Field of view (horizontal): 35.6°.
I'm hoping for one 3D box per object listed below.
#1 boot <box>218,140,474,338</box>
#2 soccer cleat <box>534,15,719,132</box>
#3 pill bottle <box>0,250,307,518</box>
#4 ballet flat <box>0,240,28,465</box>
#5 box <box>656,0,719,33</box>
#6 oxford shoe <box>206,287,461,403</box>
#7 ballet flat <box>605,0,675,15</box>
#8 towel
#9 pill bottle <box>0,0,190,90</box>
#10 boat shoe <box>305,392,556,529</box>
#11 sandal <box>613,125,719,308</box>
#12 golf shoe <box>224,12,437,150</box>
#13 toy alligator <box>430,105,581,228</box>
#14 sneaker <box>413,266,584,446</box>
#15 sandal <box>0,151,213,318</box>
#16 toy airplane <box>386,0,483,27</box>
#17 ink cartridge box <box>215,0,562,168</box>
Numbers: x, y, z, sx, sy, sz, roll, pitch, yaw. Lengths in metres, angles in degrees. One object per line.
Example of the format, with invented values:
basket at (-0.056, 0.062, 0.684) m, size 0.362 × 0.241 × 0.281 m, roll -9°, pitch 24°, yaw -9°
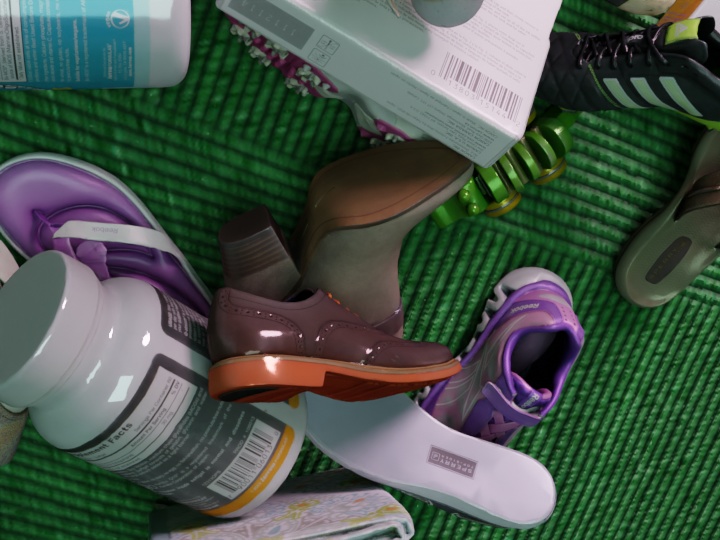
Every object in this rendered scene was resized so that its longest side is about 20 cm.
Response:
boot at (0.000, 0.000, 0.779) m, size 0.200 × 0.070 × 0.146 m, roll -17°, pitch 133°, yaw 12°
soccer cleat at (0.197, -0.142, 0.765) m, size 0.200 × 0.068 × 0.081 m, roll 13°, pitch 148°, yaw 12°
pill bottle at (-0.138, 0.075, 0.722) m, size 0.200 × 0.116 × 0.116 m, roll 36°, pitch 96°, yaw -36°
ballet flat at (-0.245, 0.039, 0.739) m, size 0.067 × 0.068 × 0.200 m, roll -9°, pitch 112°, yaw 12°
box at (0.312, -0.201, 0.829) m, size 0.119 × 0.041 × 0.200 m, roll 38°, pitch 93°, yaw -22°
oxford shoe at (-0.010, 0.045, 0.729) m, size 0.200 × 0.071 × 0.073 m, roll 7°, pitch 69°, yaw -44°
ballet flat at (0.153, -0.249, 0.761) m, size 0.066 × 0.057 × 0.200 m, roll -44°, pitch 113°, yaw 3°
towel at (-0.060, 0.185, 0.772) m, size 0.171 × 0.200 × 0.048 m, roll -9°, pitch 93°, yaw -11°
pill bottle at (-0.205, -0.163, 0.666) m, size 0.200 × 0.111 × 0.111 m, roll -3°, pitch 108°, yaw -13°
boat shoe at (0.042, 0.133, 0.809) m, size 0.200 × 0.066 × 0.070 m, roll 21°, pitch 65°, yaw 0°
sandal at (0.268, -0.044, 0.835) m, size 0.080 × 0.057 × 0.201 m, roll 23°, pitch 116°, yaw -14°
golf shoe at (-0.001, -0.148, 0.754) m, size 0.200 × 0.075 × 0.092 m, roll 33°, pitch 84°, yaw -26°
toy alligator at (0.087, -0.063, 0.805) m, size 0.200 × 0.054 × 0.059 m, roll -35°, pitch 112°, yaw -2°
sneaker at (0.103, 0.096, 0.844) m, size 0.080 × 0.088 × 0.200 m, roll 26°, pitch 101°, yaw -22°
sandal at (-0.162, -0.004, 0.760) m, size 0.082 × 0.050 × 0.203 m, roll -47°, pitch 114°, yaw 3°
toy airplane at (0.065, -0.204, 0.626) m, size 0.200 × 0.199 × 0.141 m, roll -8°, pitch 119°, yaw -19°
ink cartridge box at (0.032, -0.186, 0.719) m, size 0.200 × 0.045 × 0.176 m, roll 30°, pitch 57°, yaw -12°
